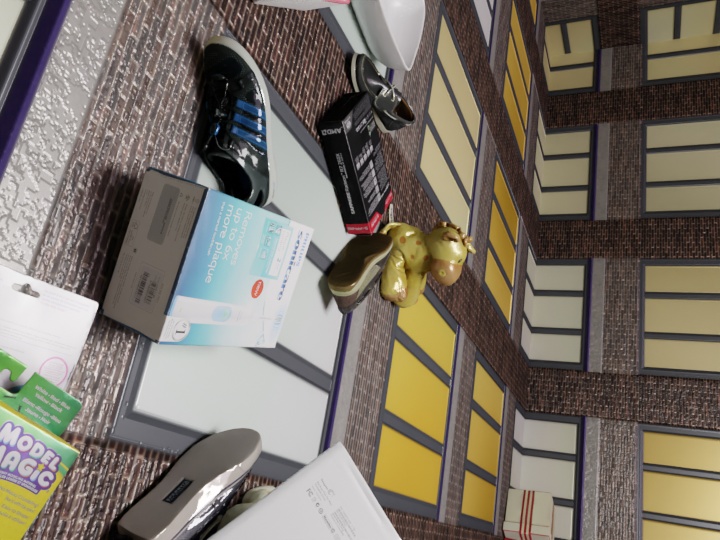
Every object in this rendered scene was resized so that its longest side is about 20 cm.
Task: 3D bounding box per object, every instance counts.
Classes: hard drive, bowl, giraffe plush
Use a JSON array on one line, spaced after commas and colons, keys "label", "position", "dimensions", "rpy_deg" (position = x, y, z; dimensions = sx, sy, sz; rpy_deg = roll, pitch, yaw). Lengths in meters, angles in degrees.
[{"label": "hard drive", "position": [-0.063, 0.290, 0.658], "dimensions": [0.198, 0.026, 0.133], "rpy_deg": [-29, 80, -32]}, {"label": "bowl", "position": [0.046, -0.483, 1.144], "dimensions": [0.201, 0.073, 0.204], "rpy_deg": [56, 42, -51]}, {"label": "giraffe plush", "position": [0.136, -0.029, 1.242], "dimensions": [0.172, 0.159, 0.205], "rpy_deg": [-38, 125, -59]}]

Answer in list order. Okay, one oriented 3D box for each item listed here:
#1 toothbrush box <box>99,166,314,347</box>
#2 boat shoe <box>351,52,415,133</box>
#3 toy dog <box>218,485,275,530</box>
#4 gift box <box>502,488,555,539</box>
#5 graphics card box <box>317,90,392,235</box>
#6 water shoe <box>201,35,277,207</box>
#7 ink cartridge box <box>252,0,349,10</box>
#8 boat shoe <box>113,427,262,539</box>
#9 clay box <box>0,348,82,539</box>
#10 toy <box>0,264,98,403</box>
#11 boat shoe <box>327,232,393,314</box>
[{"label": "toothbrush box", "position": [-0.148, -0.003, 0.668], "dimensions": [0.199, 0.084, 0.150], "rpy_deg": [19, 91, -65]}, {"label": "boat shoe", "position": [0.041, -0.320, 1.145], "dimensions": [0.200, 0.066, 0.073], "rpy_deg": [42, 55, -57]}, {"label": "toy dog", "position": [-0.067, 0.328, 0.759], "dimensions": [0.195, 0.196, 0.142], "rpy_deg": [57, 41, -50]}, {"label": "gift box", "position": [0.615, 0.920, 2.290], "dimensions": [0.202, 0.181, 0.189], "rpy_deg": [63, 34, -34]}, {"label": "graphics card box", "position": [-0.004, -0.178, 1.066], "dimensions": [0.126, 0.050, 0.203], "rpy_deg": [-59, 143, -47]}, {"label": "water shoe", "position": [-0.144, -0.159, 0.734], "dimensions": [0.079, 0.070, 0.204], "rpy_deg": [-49, 133, -52]}, {"label": "ink cartridge box", "position": [-0.087, -0.458, 0.840], "dimensions": [0.145, 0.083, 0.205], "rpy_deg": [-34, 123, -61]}, {"label": "boat shoe", "position": [-0.174, 0.258, 0.688], "dimensions": [0.199, 0.073, 0.095], "rpy_deg": [-34, 127, -52]}, {"label": "clay box", "position": [-0.271, 0.148, 0.400], "dimensions": [0.115, 0.047, 0.202], "rpy_deg": [47, 63, -35]}, {"label": "toy", "position": [-0.281, 0.099, 0.455], "dimensions": [0.115, 0.046, 0.204], "rpy_deg": [32, 68, -49]}, {"label": "boat shoe", "position": [0.000, 0.000, 1.067], "dimensions": [0.200, 0.072, 0.066], "rpy_deg": [-47, 143, -52]}]
